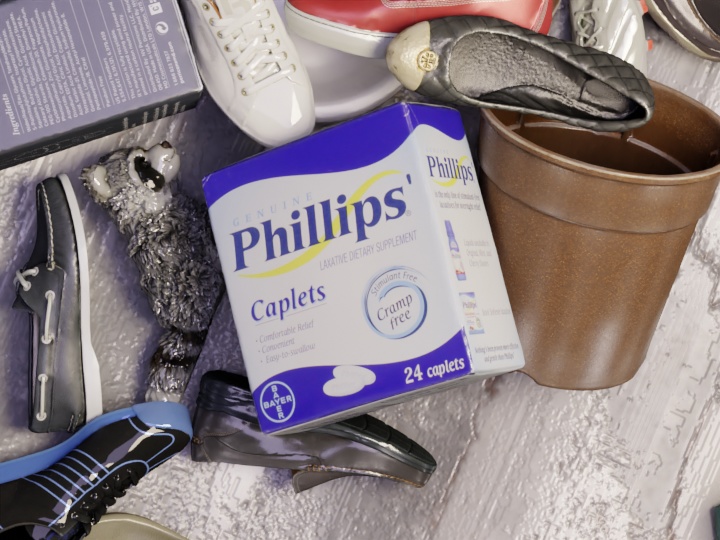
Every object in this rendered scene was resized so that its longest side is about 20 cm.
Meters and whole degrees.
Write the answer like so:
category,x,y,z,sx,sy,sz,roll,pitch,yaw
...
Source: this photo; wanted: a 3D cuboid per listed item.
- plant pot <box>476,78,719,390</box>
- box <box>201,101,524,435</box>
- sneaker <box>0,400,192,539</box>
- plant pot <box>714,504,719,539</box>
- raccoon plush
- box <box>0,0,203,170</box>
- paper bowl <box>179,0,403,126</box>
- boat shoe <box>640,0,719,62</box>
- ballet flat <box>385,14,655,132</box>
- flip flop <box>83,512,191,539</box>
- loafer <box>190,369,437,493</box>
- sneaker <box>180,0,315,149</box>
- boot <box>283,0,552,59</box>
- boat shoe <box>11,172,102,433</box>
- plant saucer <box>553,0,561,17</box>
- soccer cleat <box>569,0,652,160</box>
category,x,y,z,sx,sy,sz,roll,pitch,yaw
plant pot,0.168,-0.030,1.428,0.198,0.201,0.200,5,119,-9
box,0.000,0.000,1.364,0.183,0.105,0.202,-18,82,26
sneaker,-0.215,0.171,1.431,0.199,0.070,0.078,-23,58,-1
plant pot,0.378,0.266,1.511,0.140,0.141,0.201,-23,87,-8
raccoon plush,-0.172,0.000,1.443,0.133,0.097,0.201,22,87,-1
box,-0.228,-0.148,1.398,0.199,0.148,0.108,-19,92,-7
paper bowl,-0.042,-0.213,1.452,0.199,0.104,0.203,0,90,-9
boat shoe,0.256,-0.259,1.503,0.200,0.073,0.074,53,45,-6
ballet flat,0.116,-0.142,1.329,0.198,0.057,0.067,9,104,-8
flip flop,-0.147,0.249,1.460,0.199,0.058,0.082,24,87,-9
loafer,-0.039,0.142,1.476,0.199,0.073,0.073,18,96,1
sneaker,-0.093,-0.178,1.348,0.072,0.085,0.201,-29,96,-6
boot,0.046,-0.228,1.347,0.198,0.073,0.145,2,120,-7
boat shoe,-0.239,0.027,1.436,0.060,0.076,0.202,-7,91,-15
plant saucer,0.107,-0.264,1.454,0.199,0.032,0.202,5,83,-47
soccer cleat,0.197,-0.161,1.508,0.077,0.069,0.202,-17,96,-21
